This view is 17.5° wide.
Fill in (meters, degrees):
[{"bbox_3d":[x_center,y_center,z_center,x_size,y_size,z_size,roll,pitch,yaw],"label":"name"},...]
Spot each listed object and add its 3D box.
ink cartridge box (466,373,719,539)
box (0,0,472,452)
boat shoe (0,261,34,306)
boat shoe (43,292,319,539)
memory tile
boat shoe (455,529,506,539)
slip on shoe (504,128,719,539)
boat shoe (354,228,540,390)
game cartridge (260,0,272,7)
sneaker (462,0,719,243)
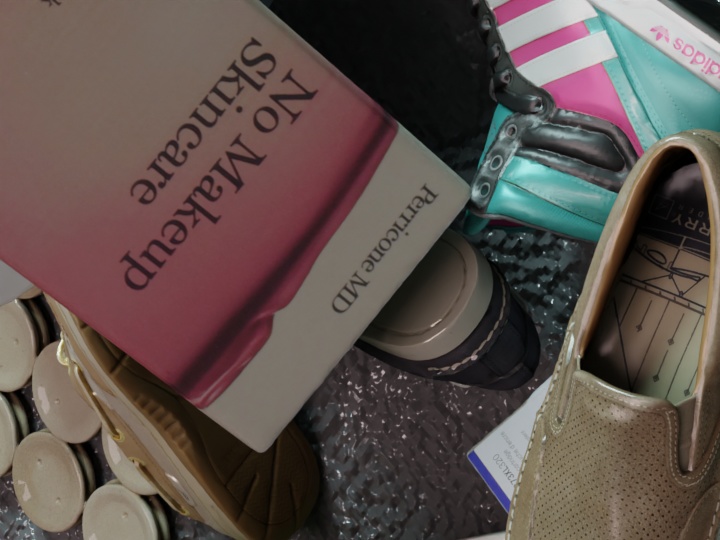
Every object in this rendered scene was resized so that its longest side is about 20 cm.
[{"bbox_3d":[0.140,0.037,0.815,0.200,0.037,0.095,-42,65,11],"label":"ink cartridge box"},{"bbox_3d":[-0.082,-0.050,0.843,0.128,0.200,0.109,-52,25,-1],"label":"box"},{"bbox_3d":[-0.114,-0.055,1.012,0.200,0.064,0.071,-27,122,26],"label":"boat shoe"},{"bbox_3d":[-0.095,0.037,0.998,0.069,0.074,0.200,-4,122,47],"label":"boat shoe"},{"bbox_3d":[-0.127,0.033,1.095,0.153,0.017,0.200,31,117,32],"label":"memory tile"},{"bbox_3d":[0.109,0.138,0.880,0.200,0.075,0.093,-11,84,39],"label":"boat shoe"},{"bbox_3d":[0.092,0.049,0.783,0.076,0.061,0.200,21,89,28],"label":"slip on shoe"},{"bbox_3d":[0.000,0.000,0.948,0.073,0.063,0.200,-55,37,-4],"label":"boat shoe"},{"bbox_3d":[-0.072,-0.160,0.945,0.133,0.042,0.200,35,92,31],"label":"game cartridge"},{"bbox_3d":[0.062,-0.073,0.881,0.200,0.084,0.121,39,111,26],"label":"sneaker"}]
